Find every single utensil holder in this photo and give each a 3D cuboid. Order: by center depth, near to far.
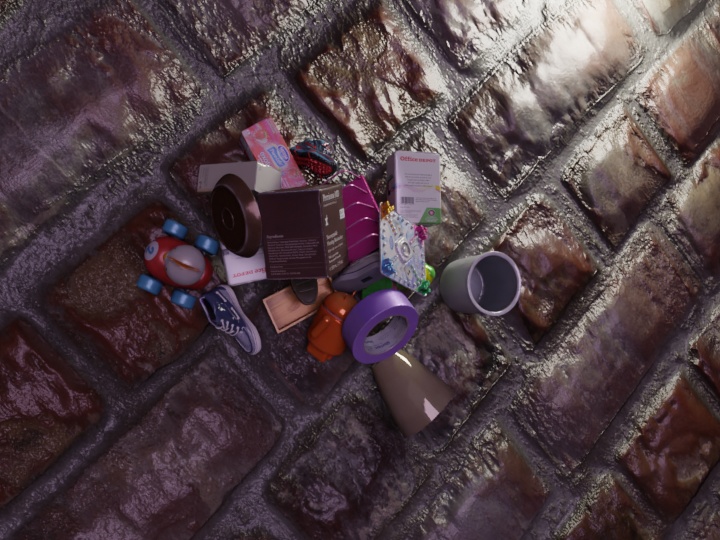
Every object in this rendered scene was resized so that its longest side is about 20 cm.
[{"bbox_3d":[0.334,0.040,1.593,0.165,0.200,0.175,1,87,-17],"label":"utensil holder"}]

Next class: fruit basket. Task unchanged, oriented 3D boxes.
[{"bbox_3d":[0.109,0.011,1.551,0.209,0.155,0.222,-1,86,10],"label":"fruit basket"}]

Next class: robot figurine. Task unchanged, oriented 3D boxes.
[{"bbox_3d":[-0.070,0.144,1.488,0.142,0.117,0.203,21,105,-31],"label":"robot figurine"}]

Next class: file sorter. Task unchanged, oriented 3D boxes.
[{"bbox_3d":[-0.032,-0.141,1.474,0.137,0.125,0.204,-30,75,20],"label":"file sorter"}]

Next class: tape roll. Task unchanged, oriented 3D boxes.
[{"bbox_3d":[0.052,0.145,1.442,0.196,0.203,0.066,-24,50,-17],"label":"tape roll"}]

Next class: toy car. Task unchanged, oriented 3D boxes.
[{"bbox_3d":[-0.444,-0.020,1.357,0.174,0.200,0.188,25,80,-14],"label":"toy car"}]

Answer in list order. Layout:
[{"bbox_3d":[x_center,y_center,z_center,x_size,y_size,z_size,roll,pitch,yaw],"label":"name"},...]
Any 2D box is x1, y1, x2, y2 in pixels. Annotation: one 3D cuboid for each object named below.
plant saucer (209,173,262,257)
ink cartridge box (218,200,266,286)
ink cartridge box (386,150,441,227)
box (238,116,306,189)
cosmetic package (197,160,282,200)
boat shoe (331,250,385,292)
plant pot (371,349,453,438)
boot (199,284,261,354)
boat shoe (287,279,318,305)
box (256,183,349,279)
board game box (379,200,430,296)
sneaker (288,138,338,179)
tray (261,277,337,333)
[{"bbox_3d":[-0.304,-0.124,1.324,0.034,0.198,0.205,-22,93,-40],"label":"plant saucer"},{"bbox_3d":[-0.297,-0.071,1.464,0.142,0.084,0.206,-11,91,-14],"label":"ink cartridge box"},{"bbox_3d":[0.153,-0.232,1.612,0.141,0.084,0.206,0,87,-17],"label":"ink cartridge box"},{"bbox_3d":[-0.235,-0.288,1.489,0.094,0.099,0.203,-30,95,-16],"label":"box"},{"bbox_3d":[-0.305,-0.223,1.406,0.103,0.196,0.075,13,82,-58],"label":"cosmetic package"},{"bbox_3d":[0.000,0.000,1.480,0.071,0.198,0.067,28,52,-32],"label":"boat shoe"},{"bbox_3d":[0.126,0.316,1.539,0.186,0.187,0.201,-39,86,-15],"label":"plant pot"},{"bbox_3d":[-0.337,0.139,1.431,0.203,0.072,0.090,58,32,0],"label":"boot"},{"bbox_3d":[-0.167,0.005,1.484,0.070,0.068,0.204,-16,72,-20],"label":"boat shoe"},{"bbox_3d":[-0.133,-0.095,1.335,0.160,0.166,0.206,-1,102,17],"label":"box"},{"bbox_3d":[0.120,-0.057,1.469,0.198,0.025,0.205,27,54,-44],"label":"board game box"},{"bbox_3d":[-0.113,-0.314,1.484,0.095,0.199,0.080,-42,134,-17],"label":"sneaker"},{"bbox_3d":[-0.161,0.080,1.525,0.197,0.037,0.100,-27,95,-16],"label":"tray"}]
